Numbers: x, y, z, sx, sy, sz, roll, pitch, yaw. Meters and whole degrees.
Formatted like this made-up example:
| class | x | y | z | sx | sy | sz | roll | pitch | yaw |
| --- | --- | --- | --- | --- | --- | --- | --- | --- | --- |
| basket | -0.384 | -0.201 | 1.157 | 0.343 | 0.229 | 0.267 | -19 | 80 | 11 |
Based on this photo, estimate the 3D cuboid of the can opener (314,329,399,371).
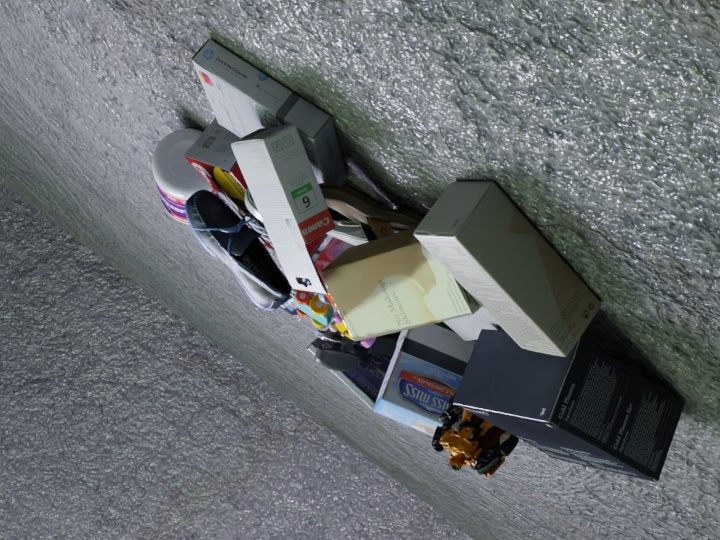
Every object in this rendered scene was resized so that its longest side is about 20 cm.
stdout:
| class | x | y | z | sx | sy | sz | roll | pitch | yaw |
| --- | --- | --- | --- | --- | --- | --- | --- | --- | --- |
| can opener | 0.008 | 0.128 | 1.814 | 0.198 | 0.068 | 0.053 | 14 | -176 | -40 |

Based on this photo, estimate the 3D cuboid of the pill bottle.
| class | x | y | z | sx | sy | sz | roll | pitch | yaw |
| --- | --- | --- | --- | --- | --- | --- | --- | --- | --- |
| pill bottle | -0.271 | -0.143 | 1.878 | 0.112 | 0.113 | 0.200 | 37 | 166 | 6 |

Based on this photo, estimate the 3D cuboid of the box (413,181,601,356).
| class | x | y | z | sx | sy | sz | roll | pitch | yaw |
| --- | --- | --- | --- | --- | --- | --- | --- | --- | --- |
| box | 0.161 | -0.002 | 1.278 | 0.200 | 0.078 | 0.095 | 45 | 164 | -24 |

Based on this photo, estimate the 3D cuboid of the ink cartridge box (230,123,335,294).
| class | x | y | z | sx | sy | sz | roll | pitch | yaw |
| --- | --- | --- | --- | --- | --- | --- | --- | --- | --- |
| ink cartridge box | -0.082 | -0.074 | 1.428 | 0.109 | 0.050 | 0.203 | 7 | 123 | 63 |

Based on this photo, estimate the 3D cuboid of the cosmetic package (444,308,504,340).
| class | x | y | z | sx | sy | sz | roll | pitch | yaw |
| --- | --- | --- | --- | --- | --- | --- | --- | --- | --- |
| cosmetic package | 0.151 | 0.041 | 1.493 | 0.082 | 0.051 | 0.200 | 39 | 166 | -9 |

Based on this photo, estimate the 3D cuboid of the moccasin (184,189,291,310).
| class | x | y | z | sx | sy | sz | roll | pitch | yaw |
| --- | --- | --- | --- | --- | --- | --- | --- | --- | --- |
| moccasin | -0.163 | -0.038 | 1.650 | 0.200 | 0.081 | 0.068 | 47 | 145 | -11 |

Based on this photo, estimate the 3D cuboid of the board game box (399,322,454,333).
| class | x | y | z | sx | sy | sz | roll | pitch | yaw |
| --- | --- | --- | --- | --- | --- | --- | --- | --- | --- |
| board game box | 0.101 | 0.084 | 1.801 | 0.134 | 0.029 | 0.200 | 38 | 166 | 6 |

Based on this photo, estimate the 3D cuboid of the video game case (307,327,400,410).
| class | x | y | z | sx | sy | sz | roll | pitch | yaw |
| --- | --- | --- | --- | --- | --- | --- | --- | --- | --- |
| video game case | 0.017 | 0.129 | 1.870 | 0.143 | 0.200 | 0.019 | 42 | 124 | 8 |

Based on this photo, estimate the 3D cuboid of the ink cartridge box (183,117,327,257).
| class | x | y | z | sx | sy | sz | roll | pitch | yaw |
| --- | --- | --- | --- | --- | --- | --- | --- | --- | --- |
| ink cartridge box | -0.129 | -0.112 | 1.667 | 0.175 | 0.084 | 0.200 | 21 | 157 | 50 |

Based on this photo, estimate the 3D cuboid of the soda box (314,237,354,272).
| class | x | y | z | sx | sy | sz | roll | pitch | yaw |
| --- | --- | --- | --- | --- | --- | --- | --- | --- | --- |
| soda box | 0.000 | 0.000 | 1.713 | 0.063 | 0.070 | 0.199 | 43 | 165 | -22 |

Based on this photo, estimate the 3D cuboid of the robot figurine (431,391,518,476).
| class | x | y | z | sx | sy | sz | roll | pitch | yaw |
| --- | --- | --- | --- | --- | --- | --- | --- | --- | --- |
| robot figurine | 0.184 | 0.188 | 1.556 | 0.058 | 0.201 | 0.144 | 47 | 164 | -33 |

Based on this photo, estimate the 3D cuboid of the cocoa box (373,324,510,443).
| class | x | y | z | sx | sy | sz | roll | pitch | yaw |
| --- | --- | --- | --- | --- | --- | --- | --- | --- | --- |
| cocoa box | 0.133 | 0.173 | 1.683 | 0.197 | 0.133 | 0.134 | 22 | 165 | 1 |

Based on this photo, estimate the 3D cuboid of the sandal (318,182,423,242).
| class | x | y | z | sx | sy | sz | roll | pitch | yaw |
| --- | --- | --- | --- | --- | --- | --- | --- | --- | --- |
| sandal | 0.026 | -0.050 | 1.468 | 0.197 | 0.055 | 0.080 | 23 | 166 | -6 |

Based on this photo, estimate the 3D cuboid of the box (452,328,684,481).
| class | x | y | z | sx | sy | sz | roll | pitch | yaw |
| --- | --- | --- | --- | --- | --- | --- | --- | --- | --- |
| box | 0.246 | 0.158 | 1.400 | 0.181 | 0.105 | 0.199 | 29 | 167 | -26 |

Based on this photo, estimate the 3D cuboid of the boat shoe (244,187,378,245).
| class | x | y | z | sx | sy | sz | roll | pitch | yaw |
| --- | --- | --- | --- | --- | --- | --- | --- | --- | --- |
| boat shoe | -0.059 | -0.090 | 1.548 | 0.197 | 0.072 | 0.064 | 14 | 153 | 7 |

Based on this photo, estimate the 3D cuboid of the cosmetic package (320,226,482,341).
| class | x | y | z | sx | sy | sz | roll | pitch | yaw |
| --- | --- | --- | --- | --- | --- | --- | --- | --- | --- |
| cosmetic package | 0.056 | 0.011 | 1.393 | 0.198 | 0.071 | 0.106 | -18 | 104 | 44 |

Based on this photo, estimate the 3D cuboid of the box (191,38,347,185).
| class | x | y | z | sx | sy | sz | roll | pitch | yaw |
| --- | --- | --- | --- | --- | --- | --- | --- | --- | --- |
| box | -0.113 | -0.189 | 1.477 | 0.199 | 0.041 | 0.156 | 33 | 164 | 19 |

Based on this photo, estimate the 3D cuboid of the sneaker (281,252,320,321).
| class | x | y | z | sx | sy | sz | roll | pitch | yaw |
| --- | --- | --- | --- | --- | --- | --- | --- | --- | --- |
| sneaker | -0.076 | 0.027 | 1.909 | 0.070 | 0.109 | 0.199 | 42 | 166 | -19 |

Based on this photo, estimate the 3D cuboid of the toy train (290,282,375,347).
| class | x | y | z | sx | sy | sz | roll | pitch | yaw |
| --- | --- | --- | --- | --- | --- | --- | --- | --- | --- |
| toy train | -0.042 | 0.039 | 1.692 | 0.199 | 0.056 | 0.151 | 17 | 153 | 49 |
